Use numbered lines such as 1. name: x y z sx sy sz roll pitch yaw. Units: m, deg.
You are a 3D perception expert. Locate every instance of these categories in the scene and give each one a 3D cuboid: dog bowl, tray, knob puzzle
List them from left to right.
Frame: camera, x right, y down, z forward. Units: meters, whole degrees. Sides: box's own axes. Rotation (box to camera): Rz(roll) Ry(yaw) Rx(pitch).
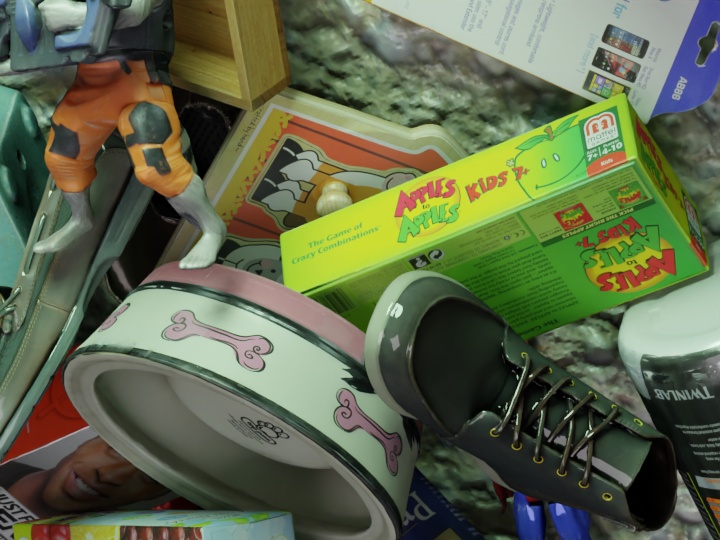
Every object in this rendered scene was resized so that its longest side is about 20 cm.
1. tray: -0.126 -0.157 1.515 0.199 0.037 0.099 21 134 37
2. dog bowl: -0.054 0.070 1.526 0.199 0.074 0.200 24 157 11
3. knob puzzle: 0.000 0.000 1.574 0.218 0.031 0.221 -1 132 -1

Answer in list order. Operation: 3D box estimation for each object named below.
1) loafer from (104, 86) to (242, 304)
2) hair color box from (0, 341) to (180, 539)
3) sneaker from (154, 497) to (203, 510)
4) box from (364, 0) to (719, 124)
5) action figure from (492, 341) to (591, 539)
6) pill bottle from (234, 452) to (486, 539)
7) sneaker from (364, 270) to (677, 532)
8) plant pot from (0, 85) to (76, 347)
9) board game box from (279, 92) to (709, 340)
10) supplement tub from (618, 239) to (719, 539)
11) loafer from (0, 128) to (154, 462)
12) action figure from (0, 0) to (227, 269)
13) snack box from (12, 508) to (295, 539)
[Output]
1. loafer: -0.105 -0.045 1.603 0.073 0.071 0.201 25 129 5
2. hair color box: -0.169 0.103 1.685 0.199 0.062 0.102 -24 141 16
3. sneaker: -0.105 0.169 1.743 0.199 0.085 0.077 26 128 4
4. box: 0.099 -0.157 1.463 0.199 0.042 0.120 23 129 3
5. action figure: 0.105 0.127 1.650 0.065 0.052 0.201 -5 116 19
6. pill bottle: 0.017 0.176 1.646 0.200 0.112 0.112 45 130 13
7. sneaker: 0.087 0.066 1.468 0.106 0.075 0.200 18 166 39
8. plant pot: -0.263 -0.003 1.631 0.199 0.197 0.197 -19 116 11
9. board game box: 0.069 -0.010 1.507 0.199 0.048 0.102 -22 137 17
10. supplement tub: 0.227 0.089 1.525 0.122 0.123 0.201 -15 116 30
11. loafer: -0.172 0.008 1.538 0.063 0.072 0.201 29 88 -8
12. action figure: -0.138 -0.106 1.467 0.199 0.104 0.195 13 112 52
13. snack box: -0.108 0.218 1.591 0.199 0.067 0.170 -4 92 54
